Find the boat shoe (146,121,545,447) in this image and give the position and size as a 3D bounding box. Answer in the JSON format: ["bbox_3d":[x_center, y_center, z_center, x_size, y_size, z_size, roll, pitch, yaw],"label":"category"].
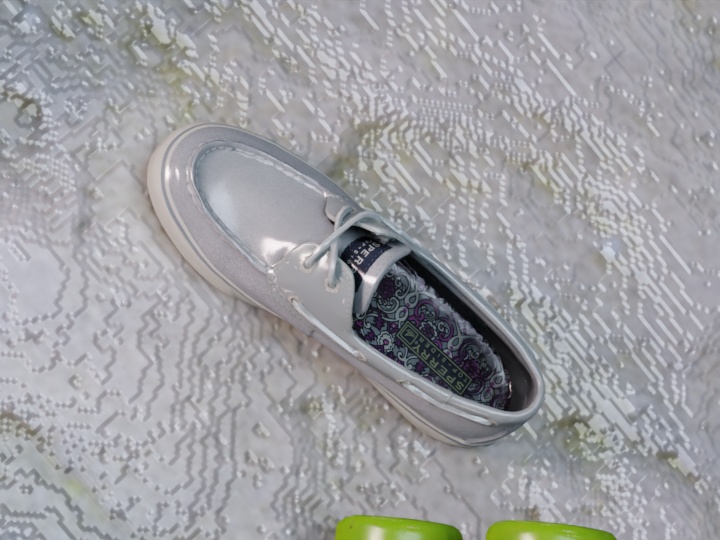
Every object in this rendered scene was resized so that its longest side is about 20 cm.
[{"bbox_3d":[0.000,0.001,1.100,0.201,0.071,0.070,39,68,-11],"label":"boat shoe"}]

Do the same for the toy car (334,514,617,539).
[{"bbox_3d":[0.086,0.199,1.087,0.200,0.157,0.165,17,75,-48],"label":"toy car"}]
